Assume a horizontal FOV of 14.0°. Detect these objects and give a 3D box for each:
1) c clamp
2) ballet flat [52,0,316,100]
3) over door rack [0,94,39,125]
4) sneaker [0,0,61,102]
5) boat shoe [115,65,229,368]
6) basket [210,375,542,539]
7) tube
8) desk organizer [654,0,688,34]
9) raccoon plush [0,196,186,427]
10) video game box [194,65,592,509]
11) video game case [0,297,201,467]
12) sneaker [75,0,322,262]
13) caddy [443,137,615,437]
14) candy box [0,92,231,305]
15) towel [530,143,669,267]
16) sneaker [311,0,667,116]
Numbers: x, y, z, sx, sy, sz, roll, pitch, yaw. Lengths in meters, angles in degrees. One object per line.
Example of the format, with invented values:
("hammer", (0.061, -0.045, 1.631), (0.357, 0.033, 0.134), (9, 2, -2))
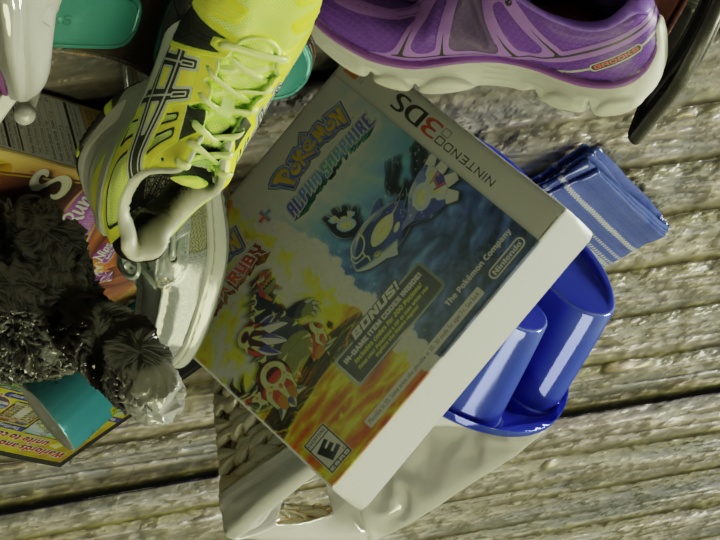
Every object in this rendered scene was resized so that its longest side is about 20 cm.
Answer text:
("c clamp", (0.196, -0.156, 1.619), (0.027, 0.171, 0.200), (23, 161, -2))
("ballet flat", (-0.114, -0.138, 1.508), (0.199, 0.067, 0.068), (14, 116, -34))
("over door rack", (-0.276, -0.057, 1.505), (0.147, 0.067, 0.200), (29, 128, -25))
("sneaker", (-0.145, -0.170, 1.381), (0.099, 0.075, 0.201), (-14, 128, -25))
("boat shoe", (-0.108, -0.046, 1.593), (0.064, 0.074, 0.203), (0, 109, -19))
("basket", (0.003, 0.081, 1.868), (0.135, 0.124, 0.200), (5, 151, -35))
("tube", (-0.111, 0.025, 1.745), (0.200, 0.050, 0.077), (-40, -170, -13))
("desk organizer", (0.135, -0.175, 1.592), (0.077, 0.072, 0.200), (-4, 148, -21))
("raccoon plush", (-0.180, 0.057, 1.582), (0.096, 0.200, 0.134), (-19, 142, -26))
("video game box", (0.000, 0.000, 1.629), (0.200, 0.182, 0.047), (-50, 144, 0))
("video game case", (-0.200, 0.057, 1.845), (0.180, 0.026, 0.200), (-35, 148, 27))
("sneaker", (-0.071, -0.084, 1.469), (0.075, 0.077, 0.200), (12, 131, -31))
("caddy", (0.054, 0.010, 1.741), (0.141, 0.200, 0.105), (-10, 143, -47))
("candy box", (-0.182, -0.041, 1.654), (0.200, 0.057, 0.117), (16, 137, -44))
("towel", (0.091, -0.012, 1.907), (0.199, 0.024, 0.145), (-25, 153, 16))
("sneaker", (0.066, -0.144, 1.556), (0.199, 0.081, 0.084), (8, 135, 13))
